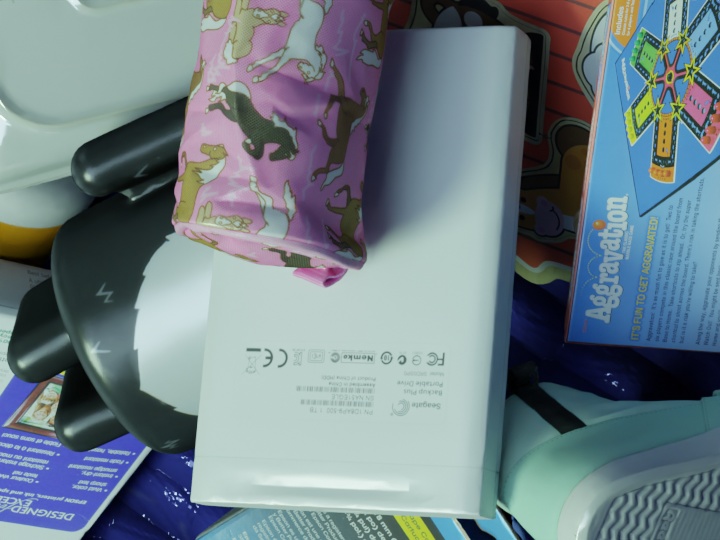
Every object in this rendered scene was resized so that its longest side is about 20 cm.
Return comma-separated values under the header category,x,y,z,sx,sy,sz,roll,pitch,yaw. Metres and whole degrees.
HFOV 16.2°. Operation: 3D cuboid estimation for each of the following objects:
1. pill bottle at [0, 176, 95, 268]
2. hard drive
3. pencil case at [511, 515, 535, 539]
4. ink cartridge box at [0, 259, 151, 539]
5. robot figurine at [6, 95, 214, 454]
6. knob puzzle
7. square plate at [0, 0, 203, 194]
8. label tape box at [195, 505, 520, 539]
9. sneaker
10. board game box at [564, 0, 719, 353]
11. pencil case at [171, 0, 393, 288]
category,x,y,z,sx,sy,sz,roll,pitch,yaw
pill bottle,-0.193,-0.045,1.258,0.111,0.111,0.200,47,127,8
hard drive,0.000,0.000,1.054,0.132,0.027,0.200,0,80,25
pencil case,0.158,0.140,1.122,0.200,0.078,0.087,42,109,13
ink cartridge box,-0.202,0.073,1.274,0.200,0.198,0.043,-53,38,35
robot figurine,-0.061,0.008,1.157,0.200,0.150,0.125,-26,62,12
knob puzzle,0.076,-0.067,1.088,0.219,0.030,0.220,22,135,23
square plate,-0.106,-0.148,1.141,0.198,0.028,0.200,-14,102,-1
label tape box,0.029,0.143,1.204,0.200,0.063,0.144,-34,89,46
sneaker,0.142,0.069,1.062,0.118,0.200,0.074,33,125,55
board game box,0.144,-0.046,1.032,0.103,0.019,0.200,4,130,-1
pencil case,-0.022,-0.098,1.018,0.086,0.083,0.200,12,86,-7
